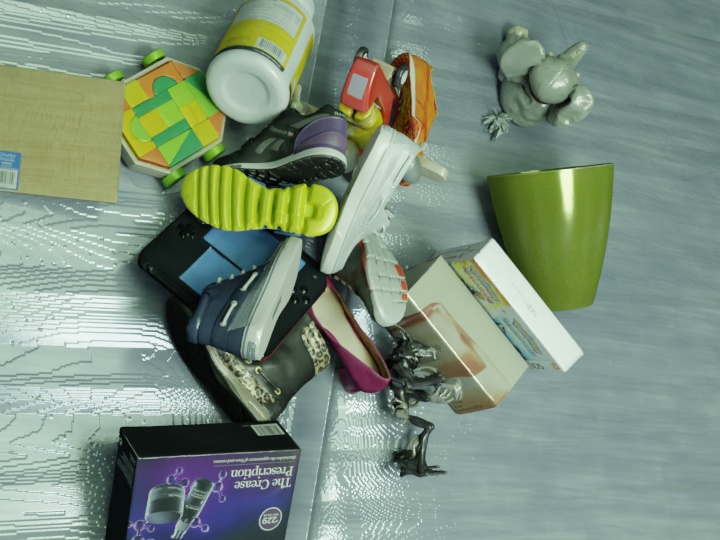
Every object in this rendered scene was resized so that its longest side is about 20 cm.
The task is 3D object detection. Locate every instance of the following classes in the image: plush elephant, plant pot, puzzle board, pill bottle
[{"bbox_3d":[0.283,-0.291,1.640,0.165,0.154,0.201,46,59,-12],"label":"plush elephant"},{"bbox_3d":[0.286,-0.047,1.583,0.185,0.186,0.204,-9,96,-32],"label":"plant pot"},{"bbox_3d":[-0.383,-0.163,1.277,0.197,0.017,0.153,5,79,-17],"label":"puzzle board"},{"bbox_3d":[-0.123,-0.293,1.416,0.111,0.112,0.202,34,45,-18],"label":"pill bottle"}]

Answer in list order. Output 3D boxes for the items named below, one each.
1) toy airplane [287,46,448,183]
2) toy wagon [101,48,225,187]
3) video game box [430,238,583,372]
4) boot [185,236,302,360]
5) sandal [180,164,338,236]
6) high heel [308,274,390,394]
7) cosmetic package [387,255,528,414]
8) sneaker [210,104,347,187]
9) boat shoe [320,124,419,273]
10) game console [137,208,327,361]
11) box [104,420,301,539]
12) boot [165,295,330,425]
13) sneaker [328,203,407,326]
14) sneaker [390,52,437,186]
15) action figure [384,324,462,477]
[{"bbox_3d":[-0.003,-0.175,1.422,0.200,0.199,0.142,51,55,-24],"label":"toy airplane"},{"bbox_3d":[-0.234,-0.208,1.384,0.199,0.039,0.156,-37,97,-32],"label":"toy wagon"},{"bbox_3d":[0.191,0.052,1.479,0.047,0.182,0.201,-43,99,-18],"label":"video game box"},{"bbox_3d":[-0.133,0.019,1.269,0.089,0.074,0.201,14,38,6],"label":"boot"},{"bbox_3d":[-0.127,-0.080,1.349,0.197,0.087,0.081,13,88,-3],"label":"sandal"},{"bbox_3d":[-0.025,0.066,1.400,0.067,0.096,0.203,-19,87,-32],"label":"high heel"},{"bbox_3d":[0.122,0.091,1.477,0.201,0.103,0.087,50,60,-8],"label":"cosmetic package"},{"bbox_3d":[-0.100,-0.156,1.371,0.076,0.197,0.089,36,53,-54],"label":"sneaker"},{"bbox_3d":[0.011,-0.080,1.345,0.068,0.072,0.202,23,100,-10],"label":"boat shoe"},{"bbox_3d":[-0.151,0.000,1.331,0.199,0.031,0.177,38,42,3],"label":"game console"},{"bbox_3d":[-0.180,0.255,1.236,0.197,0.079,0.143,2,110,-30],"label":"box"},{"bbox_3d":[-0.137,0.087,1.344,0.150,0.073,0.201,-37,91,-36],"label":"boot"},{"bbox_3d":[0.000,0.000,1.420,0.077,0.082,0.202,24,38,-42],"label":"sneaker"},{"bbox_3d":[0.082,-0.217,1.555,0.076,0.073,0.203,17,72,-36],"label":"sneaker"},{"bbox_3d":[0.082,0.166,1.428,0.100,0.119,0.204,-4,85,-1],"label":"action figure"}]
